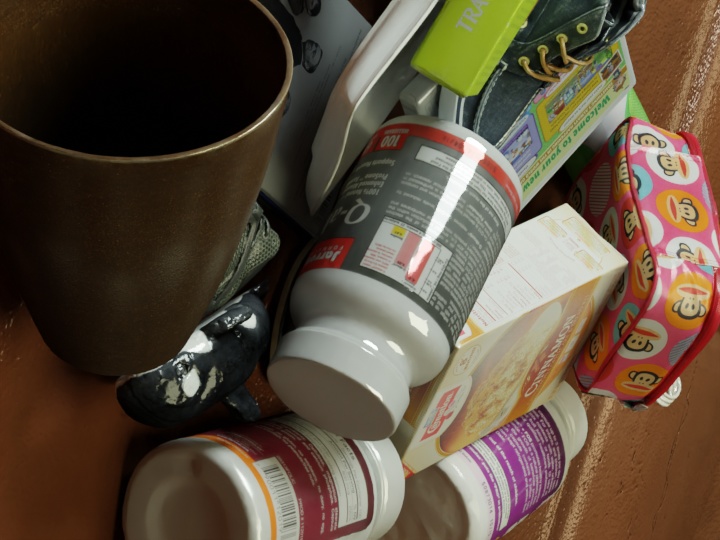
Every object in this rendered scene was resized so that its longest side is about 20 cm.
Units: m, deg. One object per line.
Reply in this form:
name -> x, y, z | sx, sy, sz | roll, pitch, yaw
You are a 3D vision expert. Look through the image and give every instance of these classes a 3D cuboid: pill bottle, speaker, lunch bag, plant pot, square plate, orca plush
pill bottle -> -0.060, 0.157, 1.646 | 0.199, 0.113, 0.115 | -8, 110, -58
speaker -> 0.201, -0.105, 1.983 | 0.089, 0.088, 0.200 | -64, 148, -18
lunch bag -> 0.207, 0.002, 1.880 | 0.177, 0.081, 0.201 | 122, -26, -44
plant pot -> -0.137, -0.044, 1.392 | 0.187, 0.186, 0.201 | -44, 151, -41
pill bottle -> 0.022, 0.005, 1.617 | 0.201, 0.115, 0.116 | -63, 148, -27
square plate -> 0.025, -0.148, 1.599 | 0.199, 0.028, 0.200 | -55, 177, -20
pill bottle -> 0.096, 0.151, 1.903 | 0.200, 0.112, 0.113 | -30, 128, -50
orca plush -> -0.095, 0.071, 1.558 | 0.071, 0.105, 0.200 | 59, 10, -3

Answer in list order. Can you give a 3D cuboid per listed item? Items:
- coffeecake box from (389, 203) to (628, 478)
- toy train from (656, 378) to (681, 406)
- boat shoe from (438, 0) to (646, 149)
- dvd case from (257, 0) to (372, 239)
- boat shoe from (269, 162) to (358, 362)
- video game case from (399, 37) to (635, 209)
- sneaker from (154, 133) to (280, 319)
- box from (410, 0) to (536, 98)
coffeecake box -> 0.086, 0.054, 1.785 | 0.199, 0.073, 0.154 | -24, 149, -42
toy train -> 0.186, 0.037, 2.023 | 0.199, 0.055, 0.151 | 27, 60, -36
boat shoe -> 0.125, -0.154, 1.634 | 0.071, 0.091, 0.202 | 10, 106, -53
dvd case -> -0.051, -0.126, 1.623 | 0.200, 0.025, 0.151 | 41, 67, -58
boat shoe -> -0.001, -0.001, 1.727 | 0.202, 0.063, 0.074 | -60, 149, -21
video game case -> 0.117, -0.131, 1.742 | 0.200, 0.022, 0.183 | -47, 144, -19
sneaker -> -0.097, -0.054, 1.522 | 0.114, 0.076, 0.201 | -27, 135, -56
box -> 0.106, -0.207, 1.549 | 0.201, 0.047, 0.122 | -59, 177, 8
